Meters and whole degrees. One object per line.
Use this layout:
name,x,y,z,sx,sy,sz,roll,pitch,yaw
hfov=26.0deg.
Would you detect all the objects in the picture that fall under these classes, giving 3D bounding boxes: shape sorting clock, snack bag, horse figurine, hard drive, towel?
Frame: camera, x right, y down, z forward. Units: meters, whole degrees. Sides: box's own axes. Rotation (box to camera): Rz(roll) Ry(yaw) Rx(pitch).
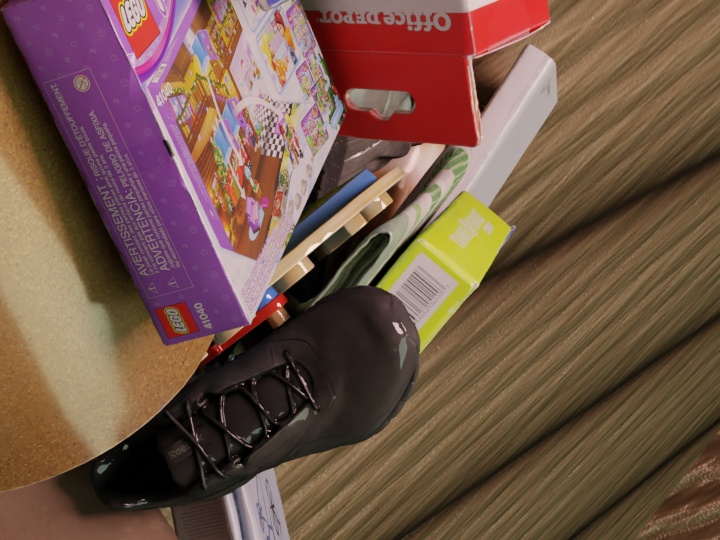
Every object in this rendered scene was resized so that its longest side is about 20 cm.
shape sorting clock,-0.053,0.012,0.834,0.200,0.039,0.200,-38,-175,4
snack bag,-0.066,0.145,0.963,0.021,0.189,0.200,-13,-175,1
horse figurine,0.029,-0.069,1.056,0.200,0.050,0.133,-55,164,-3
hard drive,0.075,-0.056,1.109,0.200,0.027,0.132,-57,170,-2
towel,0.000,0.000,0.911,0.153,0.023,0.200,-51,178,26

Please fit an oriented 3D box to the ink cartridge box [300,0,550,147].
ink cartridge box,0.017,-0.164,0.715,0.067,0.116,0.201,-30,119,-44

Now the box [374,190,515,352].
box,0.032,0.019,0.951,0.122,0.048,0.200,-50,178,16

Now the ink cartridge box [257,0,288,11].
ink cartridge box,0.001,-0.230,0.579,0.197,0.047,0.201,-29,111,-14

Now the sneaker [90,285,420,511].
sneaker,-0.055,0.076,0.790,0.200,0.076,0.091,-35,172,28

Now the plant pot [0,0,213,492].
plant pot,-0.164,-0.047,0.597,0.186,0.186,0.200,-40,140,-26

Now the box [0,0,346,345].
box,-0.063,-0.080,0.622,0.200,0.039,0.137,-70,142,-60

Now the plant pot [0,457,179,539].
plant pot,-0.177,0.177,0.867,0.200,0.174,0.201,-40,155,-24

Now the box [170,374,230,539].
box,-0.094,0.179,0.976,0.036,0.201,0.144,-11,163,-7

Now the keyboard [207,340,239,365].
keyboard,-0.106,0.015,0.951,0.104,0.040,0.200,-56,166,-11

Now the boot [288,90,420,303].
boot,0.010,-0.072,0.963,0.130,0.068,0.200,-21,142,-29
